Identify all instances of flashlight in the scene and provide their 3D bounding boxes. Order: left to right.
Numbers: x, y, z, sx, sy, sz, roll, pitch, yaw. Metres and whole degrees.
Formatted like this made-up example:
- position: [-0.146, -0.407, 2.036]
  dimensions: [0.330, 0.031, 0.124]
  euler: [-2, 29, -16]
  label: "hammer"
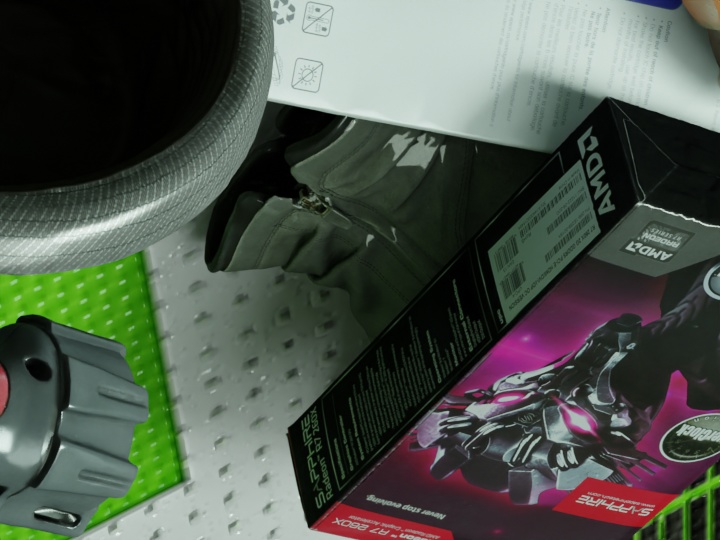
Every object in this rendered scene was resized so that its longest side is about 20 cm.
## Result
- position: [-0.146, 0.024, 0.862]
  dimensions: [0.068, 0.068, 0.199]
  euler: [-39, 146, 28]
  label: "flashlight"

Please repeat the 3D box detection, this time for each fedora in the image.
- position: [-0.126, -0.066, 0.854]
  dimensions: [0.199, 0.178, 0.090]
  euler: [-12, 162, -34]
  label: "fedora"

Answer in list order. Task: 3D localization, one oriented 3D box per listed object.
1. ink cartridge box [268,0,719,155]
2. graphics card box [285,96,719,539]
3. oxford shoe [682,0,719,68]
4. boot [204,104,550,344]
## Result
- position: [0.047, -0.091, 0.974]
  dimensions: [0.199, 0.039, 0.100]
  euler: [10, 93, -25]
  label: "ink cartridge box"
- position: [0.079, 0.031, 1.027]
  dimensions: [0.125, 0.051, 0.200]
  euler: [16, 134, -32]
  label: "graphics card box"
- position: [0.201, -0.119, 0.976]
  dimensions: [0.199, 0.071, 0.073]
  euler: [-30, 115, 2]
  label: "oxford shoe"
- position: [0.000, 0.000, 1.072]
  dimensions: [0.130, 0.068, 0.200]
  euler: [11, 136, -21]
  label: "boot"
